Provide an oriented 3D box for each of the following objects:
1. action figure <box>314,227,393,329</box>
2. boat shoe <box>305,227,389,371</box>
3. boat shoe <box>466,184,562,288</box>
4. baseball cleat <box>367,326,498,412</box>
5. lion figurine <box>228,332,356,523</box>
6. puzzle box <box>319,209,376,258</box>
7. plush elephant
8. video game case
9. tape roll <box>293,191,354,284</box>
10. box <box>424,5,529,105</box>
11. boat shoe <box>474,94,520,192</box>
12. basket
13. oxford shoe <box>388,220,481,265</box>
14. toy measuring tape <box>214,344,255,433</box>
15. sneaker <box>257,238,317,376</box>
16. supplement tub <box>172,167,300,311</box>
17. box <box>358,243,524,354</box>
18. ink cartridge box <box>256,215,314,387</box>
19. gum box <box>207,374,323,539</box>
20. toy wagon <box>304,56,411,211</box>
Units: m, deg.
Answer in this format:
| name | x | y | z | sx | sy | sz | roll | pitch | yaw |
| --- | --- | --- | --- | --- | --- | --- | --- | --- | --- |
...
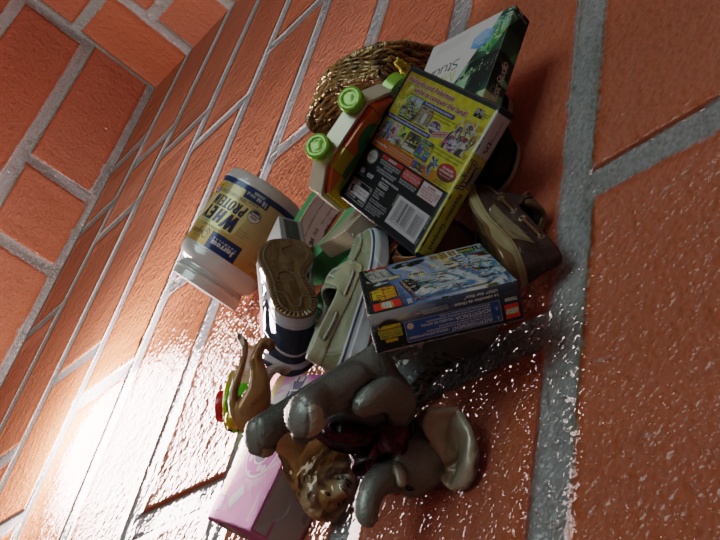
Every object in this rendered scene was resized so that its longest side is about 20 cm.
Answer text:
| name | x | y | z | sx | sy | sz | roll | pitch | yaw |
| --- | --- | --- | --- | --- | --- | --- | --- | --- | --- |
| action figure | 0.000 | 0.000 | 1.221 | 0.200 | 0.055 | 0.118 | -48 | -5 | -3 |
| boat shoe | -0.012 | 0.026 | 1.097 | 0.072 | 0.061 | 0.201 | 126 | 162 | -49 |
| boat shoe | 0.161 | -0.045 | 1.014 | 0.071 | 0.073 | 0.200 | -20 | 22 | 3 |
| baseball cleat | 0.069 | 0.104 | 0.996 | 0.200 | 0.069 | 0.108 | -25 | 50 | 57 |
| lion figurine | -0.079 | 0.167 | 1.026 | 0.123 | 0.199 | 0.073 | -56 | 1 | -24 |
| puzzle box | 0.036 | -0.100 | 1.260 | 0.200 | 0.025 | 0.133 | -46 | 7 | -16 |
| plush elephant | 0.014 | 0.158 | 0.902 | 0.199 | 0.156 | 0.164 | -29 | -3 | -36 |
| video game case | 0.068 | -0.128 | 1.108 | 0.182 | 0.025 | 0.200 | -60 | 34 | 8 |
| tape roll | -0.036 | -0.076 | 1.434 | 0.200 | 0.048 | 0.201 | -42 | 27 | 27 |
| box | 0.121 | -0.222 | 1.188 | 0.144 | 0.036 | 0.201 | -19 | 42 | 46 |
| boat shoe | 0.150 | -0.164 | 1.182 | 0.073 | 0.063 | 0.203 | -33 | 33 | 31 |
| basket | 0.018 | -0.285 | 1.487 | 0.199 | 0.142 | 0.150 | -23 | 39 | 50 |
| oxford shoe | 0.052 | 0.004 | 1.134 | 0.200 | 0.071 | 0.072 | -43 | 28 | 30 |
| toy measuring tape | -0.159 | 0.170 | 1.334 | 0.074 | 0.073 | 0.200 | -48 | 11 | 15 |
| sneaker | -0.091 | 0.046 | 1.182 | 0.201 | 0.069 | 0.110 | -105 | 18 | -60 |
| supplement tub | -0.204 | -0.050 | 1.595 | 0.201 | 0.144 | 0.144 | -58 | 24 | -7 |
| box | 0.070 | 0.022 | 0.942 | 0.135 | 0.040 | 0.200 | -13 | 11 | 0 |
| ink cartridge box | -0.121 | 0.050 | 1.352 | 0.174 | 0.043 | 0.201 | -61 | 24 | 28 |
| gum box | -0.083 | 0.212 | 1.115 | 0.113 | 0.066 | 0.201 | -9 | 50 | 57 |
| toy wagon | 0.010 | -0.172 | 1.211 | 0.039 | 0.155 | 0.201 | 34 | 89 | 26 |
